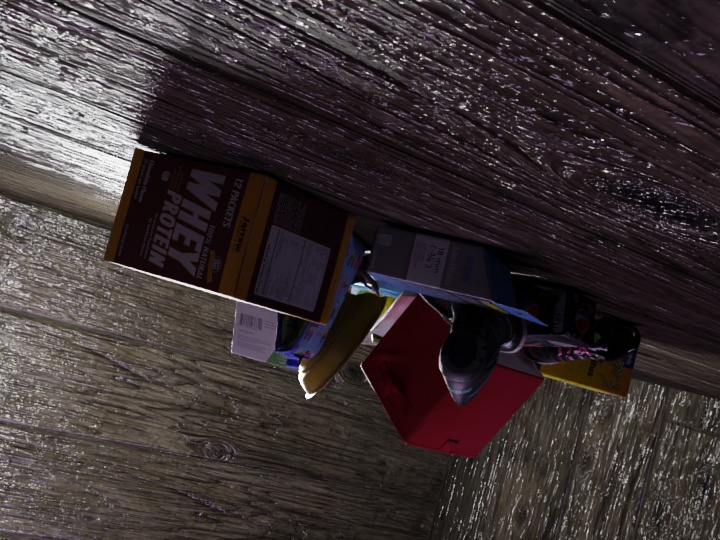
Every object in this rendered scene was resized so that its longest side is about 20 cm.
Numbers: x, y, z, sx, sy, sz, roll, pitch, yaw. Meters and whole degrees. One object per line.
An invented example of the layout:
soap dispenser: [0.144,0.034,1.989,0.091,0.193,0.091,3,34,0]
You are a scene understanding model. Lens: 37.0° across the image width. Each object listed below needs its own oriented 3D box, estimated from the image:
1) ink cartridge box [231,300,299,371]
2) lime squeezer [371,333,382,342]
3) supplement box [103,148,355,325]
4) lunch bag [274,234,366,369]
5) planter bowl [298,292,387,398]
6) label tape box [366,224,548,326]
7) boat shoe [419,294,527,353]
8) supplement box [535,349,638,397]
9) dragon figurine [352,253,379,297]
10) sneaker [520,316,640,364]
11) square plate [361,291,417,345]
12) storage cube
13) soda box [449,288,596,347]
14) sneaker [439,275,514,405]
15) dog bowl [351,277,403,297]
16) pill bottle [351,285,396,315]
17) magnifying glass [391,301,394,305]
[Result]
ink cartridge box: [-0.126,0.047,1.781,0.143,0.204,0.087,13,-164,22]
lime squeezer: [0.113,0.125,1.810,0.196,0.072,0.038,-2,-148,-9]
supplement box: [-0.148,-0.037,1.249,0.195,0.135,0.199,14,176,30]
lunch bag: [-0.066,0.042,1.521,0.092,0.204,0.151,14,176,10]
planter bowl: [-0.052,0.093,1.664,0.083,0.201,0.200,38,173,-6]
label tape box: [0.124,0.006,1.279,0.197,0.064,0.144,13,176,21]
boat shoe: [0.142,0.048,1.456,0.060,0.077,0.199,12,-165,-43]
supplement box: [0.360,0.137,1.841,0.197,0.111,0.109,17,176,-21]
dragon figurine: [0.000,0.000,1.668,0.098,0.060,0.199,5,-176,-36]
sneaker: [0.341,0.104,1.640,0.196,0.075,0.087,1,172,-14]
square plate: [0.120,0.081,1.798,0.196,0.029,0.198,5,151,-21]
storage cube: [0.140,0.157,1.661,0.198,0.180,0.172,20,-153,-42]
soda box: [0.220,0.066,1.468,0.070,0.065,0.198,22,163,-41]
sneaker: [0.145,0.080,1.363,0.074,0.201,0.080,10,137,22]
dog bowl: [0.042,0.013,1.824,0.110,0.050,0.199,18,176,-30]
pill bottle: [0.085,0.071,1.942,0.196,0.113,0.111,8,175,13]
magnifying glass: [0.151,0.061,1.833,0.196,0.023,0.080,-1,163,2]
